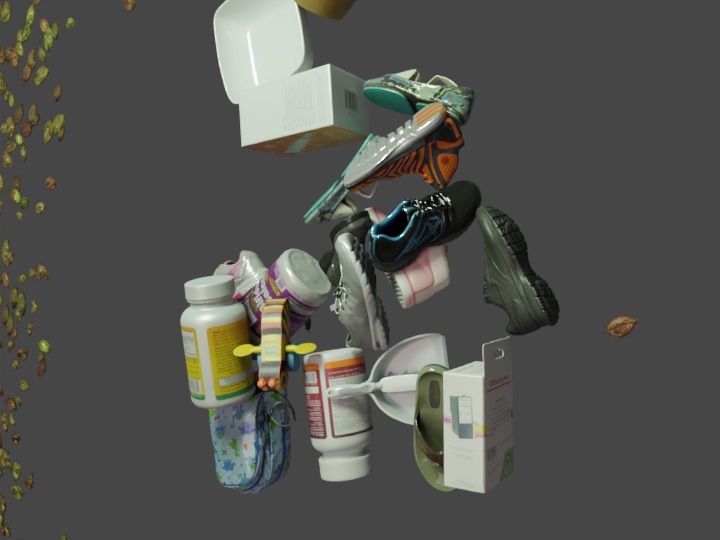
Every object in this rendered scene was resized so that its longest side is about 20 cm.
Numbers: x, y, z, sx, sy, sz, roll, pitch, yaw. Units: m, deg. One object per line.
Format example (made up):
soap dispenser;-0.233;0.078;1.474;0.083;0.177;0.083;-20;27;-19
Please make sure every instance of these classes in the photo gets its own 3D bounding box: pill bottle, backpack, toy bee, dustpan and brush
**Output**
pill bottle;-0.035;0.237;1.056;0.107;0.109;0.206;-10;85;32
backpack;-0.202;0.301;1.159;0.160;0.153;0.205;-8;98;25
toy bee;-0.129;0.146;1.002;0.128;0.109;0.204;-24;86;6
dustpan and brush;0.043;0.181;0.996;0.195;0.057;0.144;-8;87;12
pill bottle;-0.242;0.117;1.062;0.110;0.112;0.206;0;101;32
pill bottle;-0.150;0.067;1.127;0.200;0.111;0.113;-46;68;24

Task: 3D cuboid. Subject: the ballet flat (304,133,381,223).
ballet flat;-0.017;-0.134;1.063;0.200;0.074;0.075;-47;67;27

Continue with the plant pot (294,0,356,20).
plant pot;-0.040;-0.528;1.027;0.186;0.184;0.203;40;123;25

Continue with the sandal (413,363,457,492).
sandal;0.111;0.243;0.946;0.078;0.057;0.206;-4;105;15

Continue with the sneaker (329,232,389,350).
sneaker;-0.013;0.042;0.956;0.080;0.075;0.204;-10;115;10

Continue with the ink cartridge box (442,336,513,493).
ink cartridge box;0.172;0.201;0.916;0.066;0.116;0.206;0;90;34

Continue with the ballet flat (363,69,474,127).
ballet flat;0.096;-0.282;1.002;0.197;0.074;0.076;26;104;28

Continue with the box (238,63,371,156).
box;-0.096;-0.268;1.082;0.196;0.123;0.100;-4;89;33

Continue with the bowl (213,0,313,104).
bowl;-0.169;-0.417;1.158;0.196;0.074;0.205;-17;80;32

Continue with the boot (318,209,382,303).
boot;0.000;0.000;1.024;0.134;0.069;0.201;61;158;17

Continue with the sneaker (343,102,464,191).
sneaker;0.074;-0.156;0.970;0.197;0.112;0.079;-29;33;24

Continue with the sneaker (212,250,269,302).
sneaker;-0.250;0.033;1.217;0.198;0.081;0.090;-34;71;20

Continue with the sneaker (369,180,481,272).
sneaker;0.098;-0.076;0.933;0.198;0.082;0.073;-36;56;-9

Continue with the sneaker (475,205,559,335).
sneaker;0.209;0.001;0.921;0.090;0.075;0.204;-34;70;36

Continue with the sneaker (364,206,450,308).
sneaker;0.079;-0.036;1.010;0.103;0.076;0.202;-21;51;-5
